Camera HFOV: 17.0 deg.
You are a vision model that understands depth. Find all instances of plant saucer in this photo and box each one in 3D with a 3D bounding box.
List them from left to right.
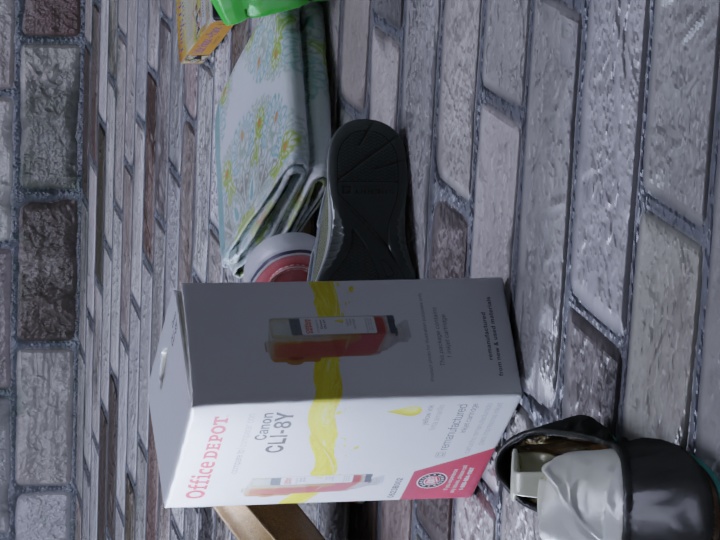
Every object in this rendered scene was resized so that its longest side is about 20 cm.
[{"bbox_3d":[-0.063,0.200,1.832,0.200,0.035,0.200,48,168,14],"label":"plant saucer"}]

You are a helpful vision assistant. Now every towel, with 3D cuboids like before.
[{"bbox_3d":[-0.069,-0.113,1.945,0.171,0.048,0.201,127,145,-50],"label":"towel"}]

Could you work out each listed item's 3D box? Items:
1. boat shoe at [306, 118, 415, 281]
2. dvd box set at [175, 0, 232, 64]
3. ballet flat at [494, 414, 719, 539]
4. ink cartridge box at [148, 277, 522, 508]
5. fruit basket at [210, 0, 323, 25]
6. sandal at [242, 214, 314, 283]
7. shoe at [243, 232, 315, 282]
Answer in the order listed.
[{"bbox_3d":[-0.002,-0.001,1.662,0.065,0.074,0.203,112,159,-73],"label":"boat shoe"},{"bbox_3d":[-0.155,-0.298,2.407,0.200,0.029,0.147,149,119,-74],"label":"dvd box set"},{"bbox_3d":[0.112,0.111,1.163,0.200,0.068,0.069,-171,81,-77],"label":"ballet flat"},{"bbox_3d":[-0.019,0.075,1.441,0.145,0.199,0.084,110,156,-58],"label":"ink cartridge box"},{"bbox_3d":[-0.084,-0.326,1.881,0.216,0.155,0.217,165,90,-88],"label":"fruit basket"},{"bbox_3d":[-0.087,0.024,2.032,0.078,0.069,0.213,-105,19,-48],"label":"sandal"},{"bbox_3d":[-0.054,0.059,1.903,0.201,0.071,0.091,100,162,-55],"label":"shoe"}]
